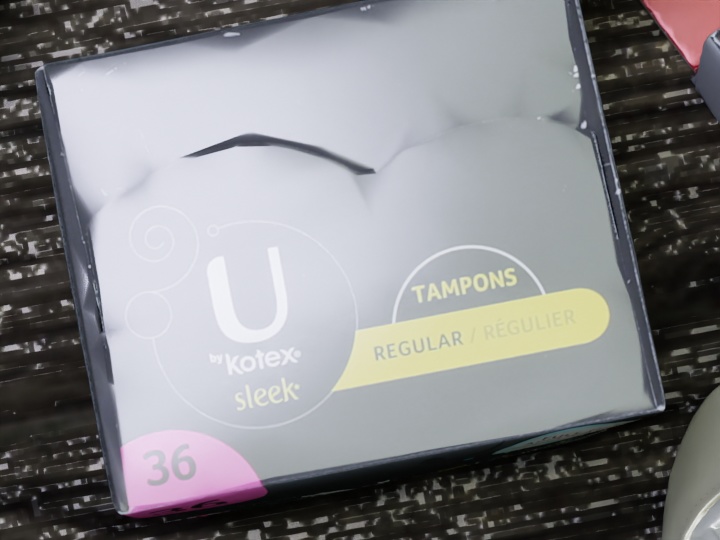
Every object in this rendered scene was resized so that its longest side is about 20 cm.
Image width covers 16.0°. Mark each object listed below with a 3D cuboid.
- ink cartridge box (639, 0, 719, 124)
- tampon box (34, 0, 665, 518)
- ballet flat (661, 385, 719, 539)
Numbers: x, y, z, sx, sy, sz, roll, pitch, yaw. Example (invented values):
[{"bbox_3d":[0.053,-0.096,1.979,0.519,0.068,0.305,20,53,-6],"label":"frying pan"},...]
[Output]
[{"bbox_3d":[0.212,-0.092,0.825,0.200,0.084,0.176,-37,84,-1],"label":"ink cartridge box"},{"bbox_3d":[0.000,0.000,0.767,0.149,0.200,0.127,-12,85,2],"label":"tampon box"},{"bbox_3d":[0.126,0.132,0.819,0.069,0.069,0.201,5,85,2],"label":"ballet flat"}]
